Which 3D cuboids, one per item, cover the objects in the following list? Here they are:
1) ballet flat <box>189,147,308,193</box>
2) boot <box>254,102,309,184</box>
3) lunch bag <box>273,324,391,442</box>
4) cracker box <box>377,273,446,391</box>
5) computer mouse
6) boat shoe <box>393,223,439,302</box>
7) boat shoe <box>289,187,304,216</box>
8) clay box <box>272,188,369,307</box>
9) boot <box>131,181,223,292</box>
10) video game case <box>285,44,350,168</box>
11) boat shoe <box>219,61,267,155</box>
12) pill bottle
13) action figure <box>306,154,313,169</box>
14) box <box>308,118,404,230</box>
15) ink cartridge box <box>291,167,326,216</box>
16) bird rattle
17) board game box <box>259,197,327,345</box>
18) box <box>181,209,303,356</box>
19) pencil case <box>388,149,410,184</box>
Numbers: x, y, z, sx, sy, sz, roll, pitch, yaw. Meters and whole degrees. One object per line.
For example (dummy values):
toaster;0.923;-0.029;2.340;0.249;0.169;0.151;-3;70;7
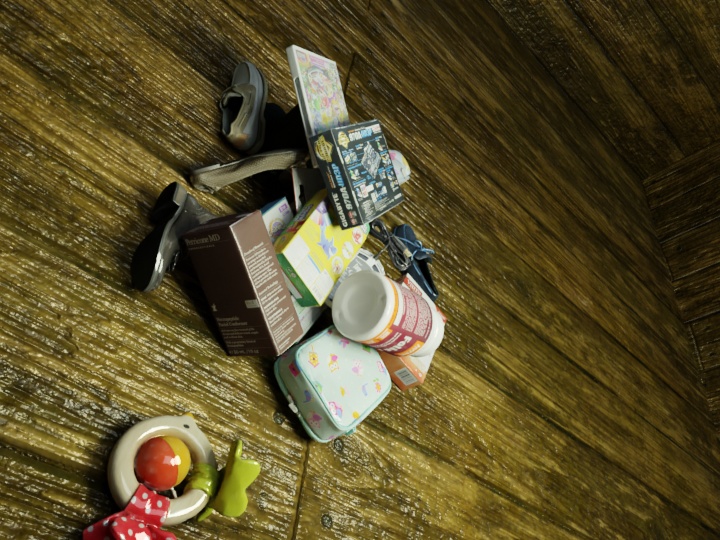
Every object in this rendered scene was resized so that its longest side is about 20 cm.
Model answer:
ballet flat;-0.182;-0.168;0.992;0.200;0.067;0.046;-16;105;-12
boot;-0.125;-0.272;1.105;0.076;0.168;0.200;30;45;-36
lunch bag;-0.040;0.176;0.957;0.161;0.077;0.200;61;33;2
cracker box;0.088;0.116;1.167;0.134;0.058;0.200;48;37;-14
computer mouse;0.000;0.000;1.053;0.110;0.044;0.200;48;61;1
boat shoe;0.131;-0.016;1.299;0.084;0.069;0.200;4;62;-47
boat shoe;-0.086;-0.137;1.144;0.068;0.072;0.200;34;44;25
clay box;-0.063;-0.049;0.982;0.115;0.048;0.200;57;44;-27
boot;-0.236;-0.025;0.896;0.174;0.069;0.200;37;48;-38
video game case;-0.060;-0.272;1.019;0.143;0.018;0.200;-13;90;-62
boat shoe;-0.220;-0.314;1.105;0.068;0.075;0.200;21;51;-46
pill bottle;0.053;0.080;0.994;0.200;0.114;0.114;28;45;-51
action figure;-0.056;-0.214;1.136;0.200;0.118;0.055;-47;122;-71
box;0.001;-0.169;1.019;0.200;0.046;0.159;-38;112;-60
ink cartridge box;-0.057;-0.126;1.075;0.200;0.050;0.109;-7;91;-47
bird rattle;-0.233;0.256;0.705;0.200;0.113;0.163;-16;65;-39
board game box;-0.128;0.001;0.971;0.200;0.040;0.153;65;32;-17
box;-0.166;0.022;0.856;0.075;0.100;0.200;-39;116;-53
pencil case;0.032;-0.204;1.305;0.091;0.083;0.200;40;36;12
